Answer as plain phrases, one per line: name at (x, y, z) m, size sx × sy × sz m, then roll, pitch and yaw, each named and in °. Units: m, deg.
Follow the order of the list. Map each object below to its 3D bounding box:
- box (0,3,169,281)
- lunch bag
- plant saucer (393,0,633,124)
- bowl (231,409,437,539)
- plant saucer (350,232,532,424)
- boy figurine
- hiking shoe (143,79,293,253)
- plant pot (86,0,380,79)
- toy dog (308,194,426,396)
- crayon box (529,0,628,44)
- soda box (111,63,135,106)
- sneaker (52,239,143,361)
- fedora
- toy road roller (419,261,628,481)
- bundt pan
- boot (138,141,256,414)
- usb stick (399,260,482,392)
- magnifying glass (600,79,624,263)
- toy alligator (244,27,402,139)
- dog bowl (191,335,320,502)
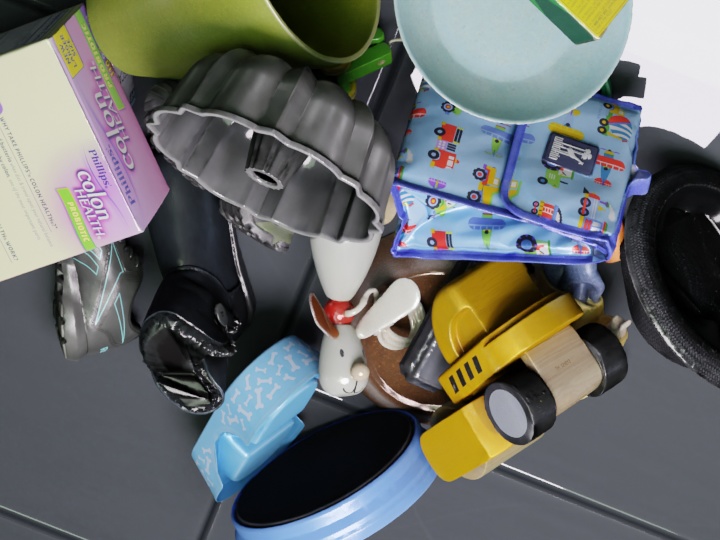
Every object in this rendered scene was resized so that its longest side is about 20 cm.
box at (-0.289, -0.096, 1.648) m, size 0.198 × 0.097 × 0.177 m, roll -18°, pitch 110°, yaw 18°
lunch bag at (0.136, -0.079, 1.622) m, size 0.198 × 0.151 × 0.094 m, roll 9°, pitch 141°, yaw 10°
plant saucer at (0.120, -0.216, 1.614) m, size 0.199 × 0.039 × 0.203 m, roll 1°, pitch 87°, yaw -11°
bowl at (-0.026, 0.189, 1.767) m, size 0.199 × 0.201 × 0.040 m, roll -23°, pitch 107°, yaw 17°
plant saucer at (0.069, 0.059, 1.786) m, size 0.198 × 0.037 × 0.202 m, roll 3°, pitch 115°, yaw 7°
boy figurine at (0.191, 0.033, 1.720) m, size 0.064 × 0.124 × 0.201 m, roll -28°, pitch 127°, yaw -22°
hiking shoe at (-0.103, -0.108, 1.689) m, size 0.101 × 0.076 × 0.200 m, roll -51°, pitch 131°, yaw -12°
plant pot at (-0.117, -0.229, 1.609) m, size 0.199 × 0.187 × 0.188 m, roll -16°, pitch 114°, yaw 33°
toy dog at (0.000, 0.000, 1.672) m, size 0.131 × 0.096 × 0.202 m, roll -27°, pitch 105°, yaw -27°
crayon box at (0.146, -0.292, 1.569) m, size 0.200 × 0.051 × 0.127 m, roll 42°, pitch 80°, yaw -13°
soda box at (-0.297, -0.162, 1.712) m, size 0.198 × 0.064 × 0.069 m, roll -1°, pitch 115°, yaw 8°
sneaker at (-0.236, -0.019, 1.779) m, size 0.078 × 0.075 × 0.202 m, roll -6°, pitch 116°, yaw -14°
fedora at (0.281, 0.016, 1.691) m, size 0.200 × 0.201 × 0.091 m, roll 40°, pitch 146°, yaw -12°
toy road roller at (0.116, 0.075, 1.682) m, size 0.147 × 0.122 × 0.200 m, roll 57°, pitch 147°, yaw 8°
bundt pan at (-0.060, -0.102, 1.542) m, size 0.201 × 0.202 × 0.076 m, roll 27°, pitch 74°, yaw -6°
boot at (-0.151, 0.004, 1.714) m, size 0.076 × 0.168 × 0.202 m, roll -14°, pitch 112°, yaw 14°
usb stick at (0.097, 0.012, 1.716) m, size 0.055 × 0.033 × 0.201 m, roll 27°, pitch 93°, yaw -47°
magnifying glass at (0.191, -0.099, 1.703) m, size 0.079 × 0.022 × 0.201 m, roll -16°, pitch 113°, yaw 15°
toy alligator at (-0.020, -0.176, 1.662) m, size 0.199 × 0.054 × 0.059 m, roll -32°, pitch 155°, yaw -11°
dog bowl at (-0.090, 0.130, 1.781) m, size 0.050 × 0.111 × 0.200 m, roll 45°, pitch 141°, yaw 12°
